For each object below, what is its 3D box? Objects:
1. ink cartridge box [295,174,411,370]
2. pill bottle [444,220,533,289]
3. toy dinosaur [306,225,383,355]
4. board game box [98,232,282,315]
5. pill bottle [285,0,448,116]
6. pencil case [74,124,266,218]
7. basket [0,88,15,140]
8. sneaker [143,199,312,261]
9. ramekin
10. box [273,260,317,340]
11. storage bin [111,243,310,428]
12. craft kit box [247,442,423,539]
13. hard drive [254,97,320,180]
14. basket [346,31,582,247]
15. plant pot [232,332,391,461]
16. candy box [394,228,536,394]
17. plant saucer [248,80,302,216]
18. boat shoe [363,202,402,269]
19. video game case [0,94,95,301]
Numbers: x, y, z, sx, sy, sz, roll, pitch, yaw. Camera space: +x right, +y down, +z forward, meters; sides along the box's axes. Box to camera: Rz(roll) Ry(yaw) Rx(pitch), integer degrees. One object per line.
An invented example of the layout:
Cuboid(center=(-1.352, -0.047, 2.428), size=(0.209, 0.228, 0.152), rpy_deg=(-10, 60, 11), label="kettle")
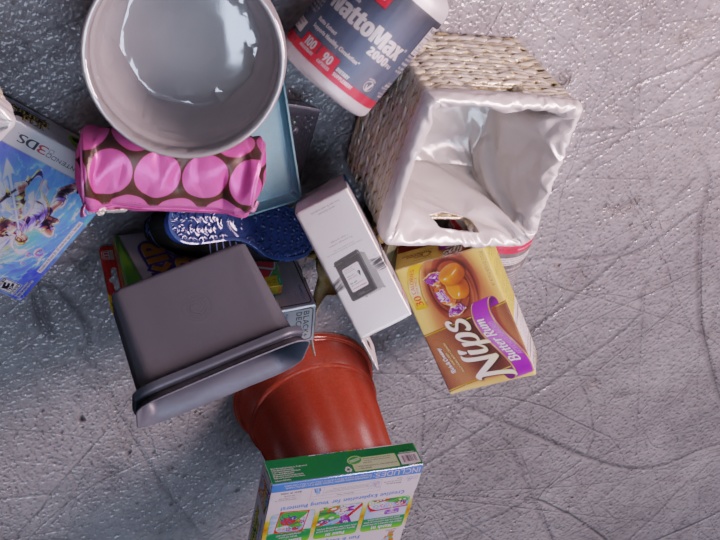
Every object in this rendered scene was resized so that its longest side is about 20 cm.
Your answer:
Cuboid(center=(0.000, 0.000, 1.502), size=(0.066, 0.116, 0.201), rpy_deg=(-27, 102, 3), label="ink cartridge box")
Cuboid(center=(0.145, 0.003, 1.689), size=(0.110, 0.111, 0.201), rpy_deg=(-1, 129, -24), label="pill bottle")
Cuboid(center=(-0.037, -0.002, 1.608), size=(0.058, 0.101, 0.201), rpy_deg=(17, 120, -35), label="toy dinosaur")
Cuboid(center=(-0.196, -0.005, 1.535), size=(0.198, 0.096, 0.030), rpy_deg=(-9, 152, -16), label="board game box")
Cuboid(center=(0.021, -0.273, 1.383), size=(0.119, 0.120, 0.200), rpy_deg=(30, 105, -40), label="pill bottle")
Cuboid(center=(-0.197, -0.099, 1.385), size=(0.198, 0.095, 0.091), rpy_deg=(1, 171, -12), label="pencil case")
Cuboid(center=(-0.451, -0.146, 1.276), size=(0.200, 0.124, 0.135), rpy_deg=(-40, 134, 13), label="basket")
Cuboid(center=(-0.151, -0.046, 1.517), size=(0.199, 0.078, 0.071), rpy_deg=(8, 81, -36), label="sneaker")
Cuboid(center=(-0.171, -0.223, 1.314), size=(0.198, 0.105, 0.202), rpy_deg=(-1, 114, -2), label="ramekin")
Cuboid(center=(-0.162, 0.041, 1.578), size=(0.198, 0.117, 0.060), rpy_deg=(-10, 132, -18), label="box")
Cuboid(center=(-0.174, 0.067, 1.451), size=(0.199, 0.135, 0.146), rpy_deg=(-21, 166, -15), label="storage bin")
Cuboid(center=(-0.036, 0.306, 1.644), size=(0.198, 0.049, 0.199), rpy_deg=(-4, 127, -22), label="craft kit box")
Cuboid(center=(-0.154, -0.141, 1.474), size=(0.198, 0.042, 0.136), rpy_deg=(-1, 129, -25), label="hard drive")
Cuboid(center=(0.109, -0.148, 1.507), size=(0.197, 0.161, 0.201), rpy_deg=(0, 128, -24), label="basket")
Cuboid(center=(-0.046, 0.221, 1.732), size=(0.199, 0.196, 0.202), rpy_deg=(-13, 133, -14), label="plant pot")
Cuboid(center=(0.130, 0.050, 1.622), size=(0.116, 0.057, 0.201), rpy_deg=(-15, 119, 17), label="candy box")
Cuboid(center=(-0.110, -0.157, 1.439), size=(0.069, 0.019, 0.201), rpy_deg=(-18, 123, -16), label="plant saucer")
Cuboid(center=(0.036, -0.028, 1.647), size=(0.076, 0.072, 0.201), rpy_deg=(-7, 132, -35), label="boat shoe")
Cuboid(center=(-0.384, -0.077, 1.422), size=(0.181, 0.046, 0.200), rpy_deg=(29, 112, -39), label="video game case")
